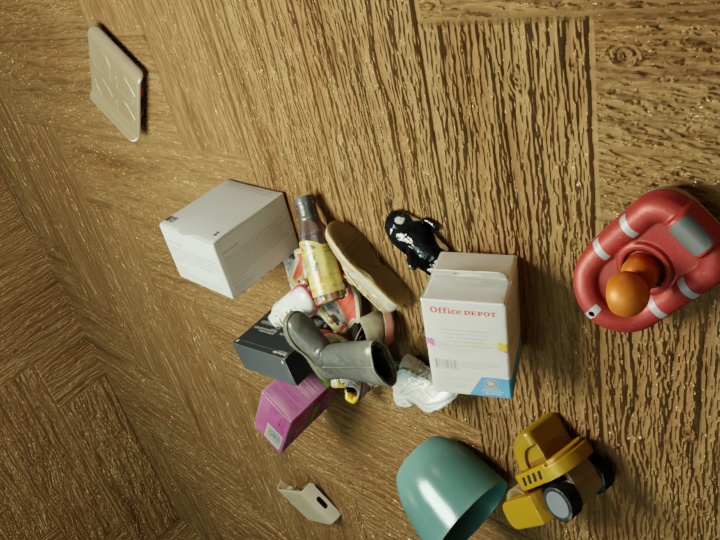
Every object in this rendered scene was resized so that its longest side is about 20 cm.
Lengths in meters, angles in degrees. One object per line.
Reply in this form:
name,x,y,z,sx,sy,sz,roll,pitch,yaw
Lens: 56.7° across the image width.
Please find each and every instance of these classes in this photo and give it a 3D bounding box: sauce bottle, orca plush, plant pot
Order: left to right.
sauce bottle,-0.081,-0.039,1.250,0.065,0.065,0.206,-21,84,55
orca plush,0.102,-0.010,1.098,0.202,0.071,0.105,54,146,-1
plant pot,0.165,0.428,1.309,0.161,0.198,0.204,44,146,31

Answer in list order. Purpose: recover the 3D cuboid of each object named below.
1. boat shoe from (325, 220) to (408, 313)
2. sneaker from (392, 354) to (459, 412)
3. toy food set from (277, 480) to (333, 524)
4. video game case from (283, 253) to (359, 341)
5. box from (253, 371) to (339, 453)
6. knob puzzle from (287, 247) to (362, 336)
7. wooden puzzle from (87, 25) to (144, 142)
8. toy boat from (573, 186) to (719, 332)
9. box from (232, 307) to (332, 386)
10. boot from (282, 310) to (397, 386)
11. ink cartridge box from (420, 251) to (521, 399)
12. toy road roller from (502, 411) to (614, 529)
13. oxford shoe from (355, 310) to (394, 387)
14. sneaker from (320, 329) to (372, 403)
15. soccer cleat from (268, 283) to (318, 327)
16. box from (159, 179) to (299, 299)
boat shoe,0.000,0.000,1.226,0.201,0.073,0.069,49,140,5
sneaker,0.114,0.209,1.274,0.198,0.077,0.101,-13,106,52
toy food set,-0.159,0.703,2.053,0.144,0.061,0.198,48,148,-14
video game case,-0.081,0.069,1.428,0.179,0.023,0.204,19,133,40
box,-0.135,0.286,1.523,0.096,0.199,0.178,40,143,14
knob puzzle,-0.071,0.034,1.338,0.217,0.030,0.224,31,139,30
wooden puzzle,-0.558,-0.431,1.542,0.185,0.046,0.202,44,140,13
toy boat,0.330,0.007,0.791,0.131,0.130,0.201,46,145,9
box,-0.167,0.163,1.469,0.197,0.140,0.081,8,127,47
boot,-0.041,0.146,1.253,0.183,0.073,0.198,51,153,-22
ink cartridge box,0.173,0.071,1.010,0.125,0.126,0.205,3,124,21
toy road roller,0.309,0.331,1.116,0.148,0.121,0.201,60,147,15
oxford shoe,0.018,0.156,1.323,0.071,0.073,0.204,-115,23,-49
sneaker,-0.037,0.202,1.400,0.077,0.083,0.202,7,139,50
soccer cleat,-0.142,0.084,1.375,0.071,0.086,0.200,52,161,-2
box,-0.267,-0.071,1.371,0.196,0.199,0.133,17,135,40
